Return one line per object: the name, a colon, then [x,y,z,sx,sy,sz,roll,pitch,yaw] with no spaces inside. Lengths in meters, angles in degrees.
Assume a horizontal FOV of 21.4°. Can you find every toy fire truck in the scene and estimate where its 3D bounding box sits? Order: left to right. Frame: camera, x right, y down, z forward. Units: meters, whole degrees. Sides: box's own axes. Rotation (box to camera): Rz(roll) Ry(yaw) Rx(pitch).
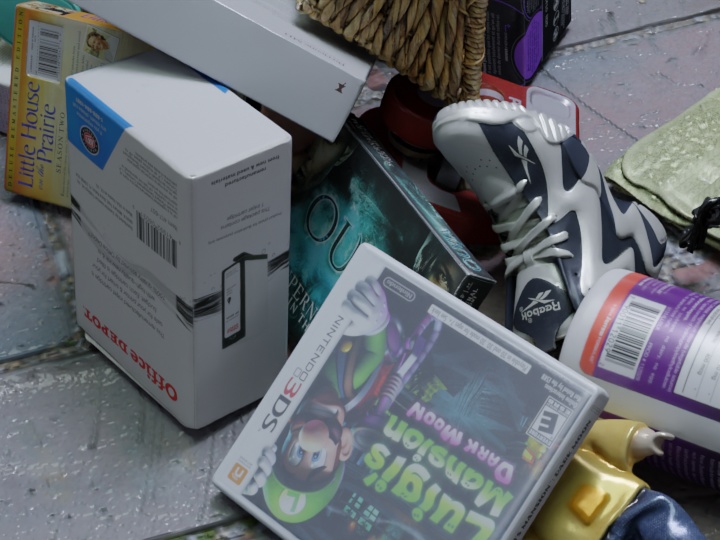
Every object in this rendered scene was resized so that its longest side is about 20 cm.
toy fire truck: [0.084,-0.087,1.380,0.167,0.113,0.201,16,36,-8]

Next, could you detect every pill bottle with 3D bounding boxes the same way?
pill bottle: [0.229,0.080,1.167,0.199,0.112,0.111,20,47,25]

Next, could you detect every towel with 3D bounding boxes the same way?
towel: [0.293,-0.085,1.404,0.200,0.037,0.148,-33,50,-29]

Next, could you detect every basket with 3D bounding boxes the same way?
basket: [0.054,-0.229,1.296,0.149,0.143,0.200,31,28,-17]

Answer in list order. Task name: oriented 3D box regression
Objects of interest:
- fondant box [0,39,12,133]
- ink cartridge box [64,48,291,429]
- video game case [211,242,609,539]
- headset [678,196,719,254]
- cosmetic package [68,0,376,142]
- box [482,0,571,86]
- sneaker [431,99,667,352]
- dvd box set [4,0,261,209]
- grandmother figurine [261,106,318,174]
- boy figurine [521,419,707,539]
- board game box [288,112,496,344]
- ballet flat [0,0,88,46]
fondant box: [-0.188,-0.148,1.503,0.199,0.058,0.144,19,47,26]
ink cartridge box: [-0.119,-0.021,1.243,0.084,0.201,0.146,-24,45,-32]
video game case: [0.025,0.103,1.150,0.200,0.023,0.182,32,89,34]
headset: [0.317,0.001,1.278,0.199,0.094,0.124,25,59,1]
cosmetic package: [-0.087,-0.167,1.269,0.199,0.052,0.151,28,15,-2]
box: [0.061,-0.240,1.536,0.199,0.123,0.106,15,45,21]
sneaker: [0.117,-0.015,1.258,0.079,0.199,0.130,-19,42,41]
dvd box set: [-0.168,-0.106,1.391,0.199,0.147,0.029,15,20,22]
grandmother figurine: [-0.055,-0.167,1.404,0.060,0.201,0.121,28,50,32]
boy figurine: [0.134,0.135,1.129,0.124,0.064,0.200,-50,57,1]
board game box: [0.000,0.000,1.271,0.028,0.136,0.200,15,26,-39]
ballet flat: [-0.198,-0.184,1.464,0.199,0.067,0.067,19,26,21]
